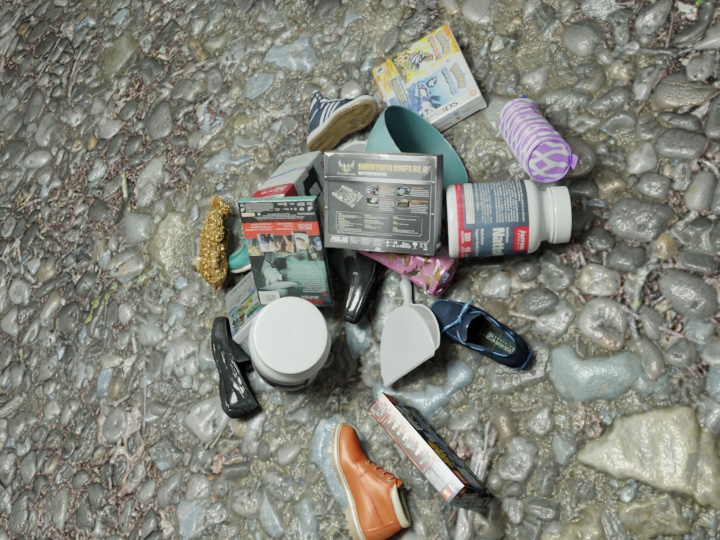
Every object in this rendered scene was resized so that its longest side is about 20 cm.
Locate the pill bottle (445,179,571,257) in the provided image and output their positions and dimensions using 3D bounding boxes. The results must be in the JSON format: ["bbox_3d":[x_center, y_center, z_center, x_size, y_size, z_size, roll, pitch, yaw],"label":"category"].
[{"bbox_3d":[0.240,-0.086,1.281,0.195,0.120,0.122,-3,66,6],"label":"pill bottle"}]

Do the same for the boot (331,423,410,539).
[{"bbox_3d":[0.018,0.338,1.279,0.105,0.075,0.204,-24,68,14],"label":"boot"}]

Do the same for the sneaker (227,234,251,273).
[{"bbox_3d":[-0.202,-0.078,1.555,0.200,0.079,0.078,-44,31,16],"label":"sneaker"}]

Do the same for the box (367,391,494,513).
[{"bbox_3d":[0.109,0.281,1.207,0.040,0.137,0.200,-48,56,5],"label":"box"}]

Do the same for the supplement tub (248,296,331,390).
[{"bbox_3d":[-0.123,0.127,1.346,0.137,0.200,0.144,2,75,-6],"label":"supplement tub"}]

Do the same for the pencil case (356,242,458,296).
[{"bbox_3d":[0.074,-0.036,1.360,0.198,0.086,0.084,31,127,13],"label":"pencil case"}]

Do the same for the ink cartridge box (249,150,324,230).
[{"bbox_3d":[-0.112,-0.110,1.430,0.081,0.148,0.201,-11,26,24],"label":"ink cartridge box"}]

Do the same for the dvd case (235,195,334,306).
[{"bbox_3d":[-0.127,-0.030,1.345,0.143,0.204,0.022,-1,27,17],"label":"dvd case"}]

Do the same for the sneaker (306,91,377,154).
[{"bbox_3d":[-0.041,-0.325,1.566,0.198,0.069,0.111,-29,52,43],"label":"sneaker"}]

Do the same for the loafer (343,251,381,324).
[{"bbox_3d":[0.000,0.000,1.424,0.069,0.068,0.204,13,69,9],"label":"loafer"}]

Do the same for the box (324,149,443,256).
[{"bbox_3d":[0.036,-0.113,1.288,0.195,0.048,0.162,4,103,19],"label":"box"}]

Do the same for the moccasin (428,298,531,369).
[{"bbox_3d":[0.192,0.090,1.283,0.197,0.068,0.082,22,81,36],"label":"moccasin"}]

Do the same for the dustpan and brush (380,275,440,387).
[{"bbox_3d":[0.081,0.086,1.354,0.139,0.056,0.204,-39,51,38],"label":"dustpan and brush"}]

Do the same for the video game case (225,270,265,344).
[{"bbox_3d":[-0.178,0.027,1.497,0.200,0.022,0.183,-43,27,6],"label":"video game case"}]

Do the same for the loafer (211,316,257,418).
[{"bbox_3d":[-0.238,0.179,1.484,0.069,0.068,0.204,-18,63,4],"label":"loafer"}]

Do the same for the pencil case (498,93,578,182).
[{"bbox_3d":[0.293,-0.222,1.317,0.083,0.085,0.202,8,33,-10],"label":"pencil case"}]

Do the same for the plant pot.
[{"bbox_3d":[0.077,-0.175,1.404,0.135,0.198,0.203,-44,53,31],"label":"plant pot"}]

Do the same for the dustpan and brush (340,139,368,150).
[{"bbox_3d":[0.007,-0.218,1.514,0.139,0.057,0.201,39,91,35],"label":"dustpan and brush"}]

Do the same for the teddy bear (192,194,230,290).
[{"bbox_3d":[-0.307,-0.060,1.596,0.145,0.065,0.205,143,135,-58],"label":"teddy bear"}]

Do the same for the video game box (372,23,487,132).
[{"bbox_3d":[0.131,-0.358,1.526,0.180,0.047,0.203,-27,59,14],"label":"video game box"}]
